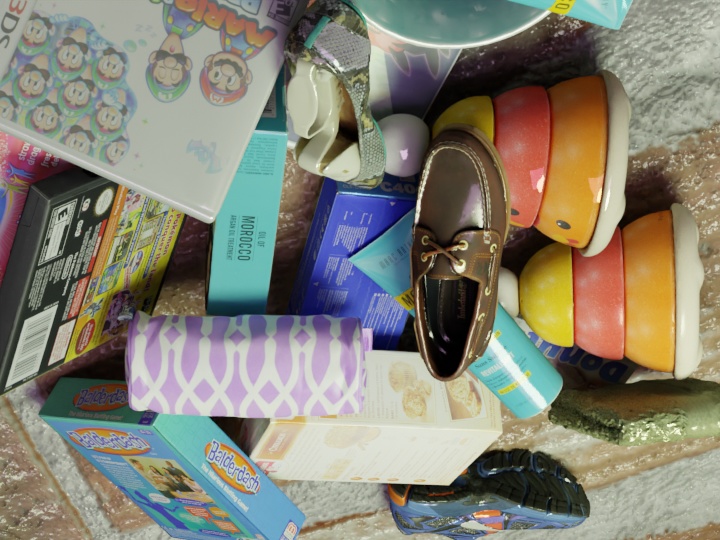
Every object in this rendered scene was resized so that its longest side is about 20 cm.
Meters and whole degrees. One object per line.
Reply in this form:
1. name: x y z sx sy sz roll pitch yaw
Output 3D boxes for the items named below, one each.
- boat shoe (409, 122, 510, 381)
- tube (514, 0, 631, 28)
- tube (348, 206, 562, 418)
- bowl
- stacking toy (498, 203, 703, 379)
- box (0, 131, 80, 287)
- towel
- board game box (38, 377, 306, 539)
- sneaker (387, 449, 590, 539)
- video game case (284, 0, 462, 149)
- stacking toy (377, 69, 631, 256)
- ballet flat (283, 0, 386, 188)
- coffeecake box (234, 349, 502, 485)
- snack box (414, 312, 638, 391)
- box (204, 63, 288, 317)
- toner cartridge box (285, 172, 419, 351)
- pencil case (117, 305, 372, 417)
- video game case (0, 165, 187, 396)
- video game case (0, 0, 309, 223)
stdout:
1. boat shoe: 0.073 -0.009 1.235 0.070 0.070 0.201 8 122 22
2. tube: 0.101 -0.211 1.091 0.199 0.050 0.078 6 133 -22
3. tube: 0.084 0.036 1.328 0.077 0.050 0.200 -38 109 17
4. bowl: 0.065 -0.267 1.140 0.200 0.105 0.201 -5 128 -7
5. stacking toy: 0.185 0.018 1.377 0.199 0.146 0.146 -1 129 9
6. box: -0.274 -0.067 1.228 0.095 0.100 0.200 15 123 -22
7. towel: 0.251 0.117 1.398 0.148 0.200 0.037 -6 93 -11
8. board game box: -0.162 0.169 1.414 0.152 0.045 0.200 1 142 41
9. sneaker: 0.120 0.220 1.554 0.199 0.075 0.079 6 135 -6
10. video game case: -0.027 -0.172 1.247 0.199 0.023 0.183 16 122 -22
11. stacking toy: 0.103 -0.090 1.276 0.199 0.146 0.146 5 127 -2
12. ballet flat: -0.025 -0.110 1.184 0.072 0.072 0.201 -12 145 -2
13. coffeecake box: 0.002 0.128 1.411 0.199 0.073 0.154 4 155 -14
14. snack box: 0.151 0.073 1.468 0.199 0.024 0.072 20 119 -24
15. box: -0.090 -0.060 1.262 0.049 0.082 0.200 3 135 -8
16. toner cartridge box: 0.000 0.000 1.356 0.095 0.043 0.200 4 133 -16
17. pencil case: -0.090 0.073 1.288 0.199 0.086 0.084 3 107 -1
18. video game case: -0.203 -0.010 1.253 0.181 0.025 0.200 -29 150 -48
19. video game case: -0.158 -0.155 1.139 0.199 0.024 0.183 24 82 -9
